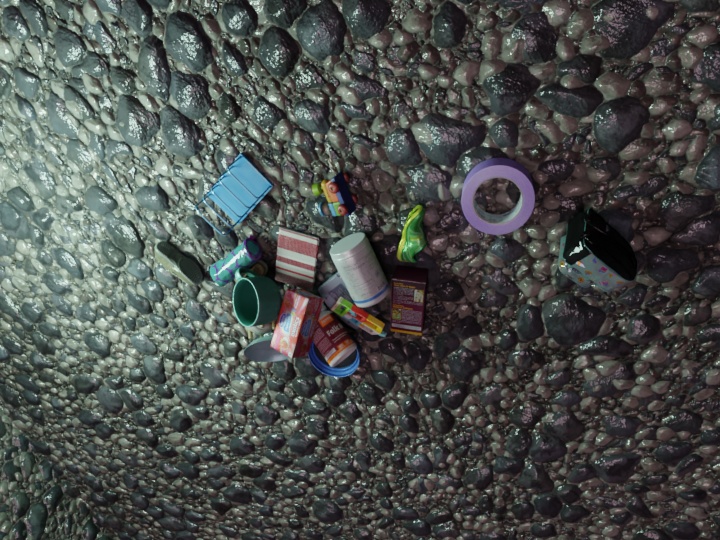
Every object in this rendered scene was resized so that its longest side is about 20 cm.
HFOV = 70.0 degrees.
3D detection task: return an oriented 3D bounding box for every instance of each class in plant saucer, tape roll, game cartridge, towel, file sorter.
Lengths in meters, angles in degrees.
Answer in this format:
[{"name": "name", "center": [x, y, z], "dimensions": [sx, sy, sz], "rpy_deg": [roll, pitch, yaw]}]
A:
[{"name": "plant saucer", "center": [-0.312, 0.267, 1.808], "dimensions": [0.196, 0.039, 0.202], "rpy_deg": [-7, 151, -4]}, {"name": "tape roll", "center": [0.381, -0.205, 1.430], "dimensions": [0.195, 0.066, 0.204], "rpy_deg": [7, 122, 11]}, {"name": "game cartridge", "center": [-0.044, 0.103, 1.738], "dimensions": [0.132, 0.041, 0.200], "rpy_deg": [-36, 105, 25]}, {"name": "towel", "center": [-0.212, -0.038, 1.709], "dimensions": [0.141, 0.023, 0.204], "rpy_deg": [15, 120, 8]}, {"name": "file sorter", "center": [-0.394, -0.229, 1.586], "dimensions": [0.139, 0.123, 0.199], "rpy_deg": [44, 121, -12]}]

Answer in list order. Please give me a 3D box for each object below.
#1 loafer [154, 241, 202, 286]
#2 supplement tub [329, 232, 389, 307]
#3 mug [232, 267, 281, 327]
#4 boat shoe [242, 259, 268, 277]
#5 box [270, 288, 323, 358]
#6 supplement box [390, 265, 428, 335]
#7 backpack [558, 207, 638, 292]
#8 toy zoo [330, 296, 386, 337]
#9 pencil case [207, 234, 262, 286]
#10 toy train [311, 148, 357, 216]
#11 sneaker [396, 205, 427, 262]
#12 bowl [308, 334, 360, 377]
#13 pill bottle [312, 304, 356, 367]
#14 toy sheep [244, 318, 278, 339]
[{"name": "loafer", "center": [-0.643, -0.017, 1.812], "dimensions": [0.200, 0.076, 0.069], "rpy_deg": [44, 132, -7]}, {"name": "supplement tub", "center": [0.000, 0.000, 1.610], "dimensions": [0.130, 0.133, 0.203], "rpy_deg": [-17, 113, 23]}, {"name": "mug", "center": [-0.326, 0.081, 1.659], "dimensions": [0.150, 0.113, 0.190], "rpy_deg": [-2, 92, 44]}, {"name": "boat shoe", "center": [-0.388, 0.047, 1.773], "dimensions": [0.075, 0.072, 0.201], "rpy_deg": [31, 122, -5]}, {"name": "box", "center": [-0.206, 0.170, 1.667], "dimensions": [0.098, 0.095, 0.204], "rpy_deg": [21, 97, 28]}, {"name": "supplement box", "center": [0.157, 0.097, 1.650], "dimensions": [0.108, 0.086, 0.204], "rpy_deg": [7, 121, 11]}, {"name": "backpack", "center": [0.643, -0.039, 1.395], "dimensions": [0.197, 0.178, 0.154], "rpy_deg": [29, 140, -5]}, {"name": "toy zoo", "center": [0.002, 0.159, 1.682], "dimensions": [0.197, 0.021, 0.131], "rpy_deg": [31, 159, -4]}, {"name": "pencil case", "center": [-0.421, -0.030, 1.730], "dimensions": [0.198, 0.094, 0.085], "rpy_deg": [-31, 141, 27]}, {"name": "toy train", "center": [-0.098, -0.255, 1.525], "dimensions": [0.114, 0.085, 0.203], "rpy_deg": [-7, 118, 33]}, {"name": "sneaker", "center": [0.166, -0.108, 1.541], "dimensions": [0.082, 0.075, 0.203], "rpy_deg": [18, 132, 6]}, {"name": "bowl", "center": [-0.094, 0.295, 1.859], "dimensions": [0.196, 0.040, 0.205], "rpy_deg": [7, 121, 11]}, {"name": "pill bottle", "center": [-0.112, 0.211, 1.737], "dimensions": [0.201, 0.113, 0.114], "rpy_deg": [52, 122, 12]}, {"name": "toy sheep", "center": [-0.344, 0.159, 1.791], "dimensions": [0.138, 0.139, 0.199], "rpy_deg": [44, 126, -13]}]
